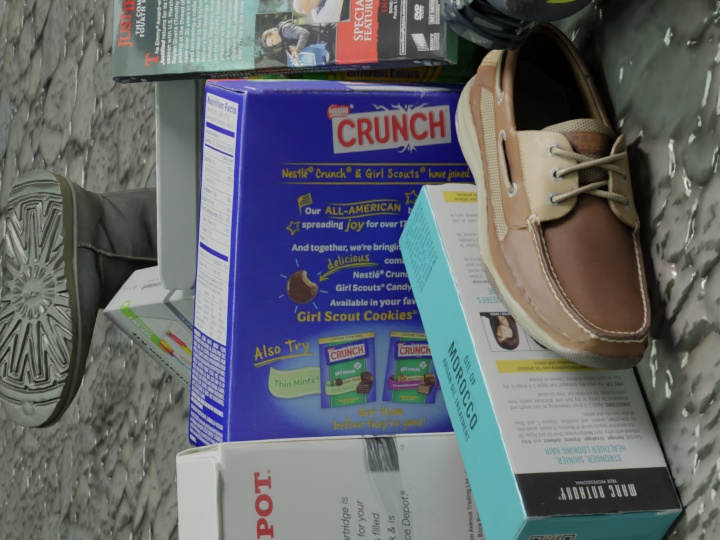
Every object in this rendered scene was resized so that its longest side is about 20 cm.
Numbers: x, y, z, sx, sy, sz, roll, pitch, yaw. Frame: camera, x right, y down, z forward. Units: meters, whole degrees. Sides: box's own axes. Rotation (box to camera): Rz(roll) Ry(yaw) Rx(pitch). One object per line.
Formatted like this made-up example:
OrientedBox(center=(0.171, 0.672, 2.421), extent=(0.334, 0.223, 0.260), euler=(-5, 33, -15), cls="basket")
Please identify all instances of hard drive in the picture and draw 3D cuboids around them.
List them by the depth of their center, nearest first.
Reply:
OrientedBox(center=(-0.100, -0.087, 1.488), extent=(0.200, 0.026, 0.132), euler=(-89, 0, -68), cls="hard drive")

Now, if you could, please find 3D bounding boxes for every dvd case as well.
OrientedBox(center=(-0.041, -0.175, 1.325), extent=(0.199, 0.022, 0.146), euler=(-2, 84, 24), cls="dvd case")

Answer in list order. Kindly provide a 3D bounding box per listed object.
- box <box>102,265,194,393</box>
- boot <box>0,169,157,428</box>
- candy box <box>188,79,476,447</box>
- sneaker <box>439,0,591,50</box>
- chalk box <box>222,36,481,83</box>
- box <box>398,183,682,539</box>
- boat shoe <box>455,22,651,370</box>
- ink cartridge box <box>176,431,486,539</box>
OrientedBox(center=(-0.066, 0.058, 1.536), extent=(0.041, 0.156, 0.200), euler=(-50, 14, -15), cls="box")
OrientedBox(center=(-0.154, 0.022, 1.683), extent=(0.072, 0.200, 0.182), euler=(4, 85, 32), cls="boot")
OrientedBox(center=(0.000, 0.000, 1.322), extent=(0.077, 0.169, 0.201), euler=(-156, 67, -64), cls="candy box")
OrientedBox(center=(0.076, -0.139, 1.191), extent=(0.200, 0.074, 0.081), euler=(-77, 10, -73), cls="sneaker")
OrientedBox(center=(-0.013, -0.193, 1.418), extent=(0.124, 0.124, 0.201), euler=(161, 106, -68), cls="chalk box")
OrientedBox(center=(0.085, 0.049, 1.226), extent=(0.049, 0.082, 0.200), euler=(113, 149, -48), cls="box")
OrientedBox(center=(0.096, -0.041, 1.210), extent=(0.072, 0.076, 0.200), euler=(114, 146, -43), cls="boat shoe")
OrientedBox(center=(0.013, 0.155, 1.245), extent=(0.084, 0.199, 0.146), euler=(162, 107, -69), cls="ink cartridge box")
